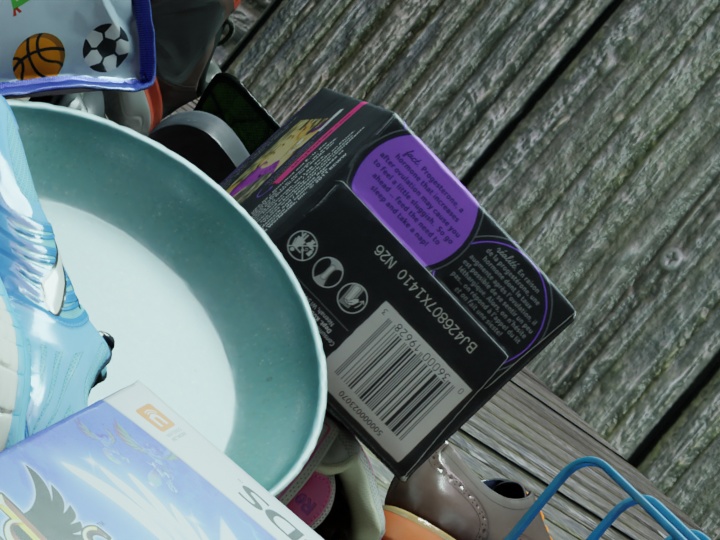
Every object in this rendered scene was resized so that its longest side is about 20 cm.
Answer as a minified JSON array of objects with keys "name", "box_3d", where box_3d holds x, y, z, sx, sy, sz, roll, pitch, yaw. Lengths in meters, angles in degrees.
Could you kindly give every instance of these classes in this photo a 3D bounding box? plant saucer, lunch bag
[{"name":"plant saucer","box_3d":[-0.108,0.023,1.014,0.200,0.036,0.200,21,42,-20]},{"name":"lunch bag","box_3d":[-0.219,-0.140,1.245,0.199,0.124,0.170,-8,12,-27]}]

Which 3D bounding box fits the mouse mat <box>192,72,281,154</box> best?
[{"name":"mouse mat","box_3d":[-0.055,0.000,1.432,0.161,0.008,0.200,48,-35,8]}]

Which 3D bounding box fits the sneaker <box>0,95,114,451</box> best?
[{"name":"sneaker","box_3d":[-0.133,0.015,0.935,0.090,0.078,0.200,39,28,-40]}]

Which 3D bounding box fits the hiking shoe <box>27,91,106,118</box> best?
[{"name":"hiking shoe","box_3d":[-0.137,-0.044,1.382,0.101,0.076,0.200,34,-12,-1]}]

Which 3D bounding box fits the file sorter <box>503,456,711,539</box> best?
[{"name":"file sorter","box_3d":[0.166,0.207,1.391,0.200,0.123,0.139,37,6,-39]}]

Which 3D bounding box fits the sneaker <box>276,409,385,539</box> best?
[{"name":"sneaker","box_3d":[-0.050,0.074,1.179,0.200,0.081,0.088,35,5,-44]}]

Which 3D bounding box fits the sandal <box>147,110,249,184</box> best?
[{"name":"sandal","box_3d":[-0.046,0.011,1.352,0.200,0.076,0.043,48,33,-10]}]

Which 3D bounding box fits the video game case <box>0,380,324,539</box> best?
[{"name":"video game case","box_3d":[-0.042,0.120,0.720,0.181,0.045,0.200,39,19,8]}]

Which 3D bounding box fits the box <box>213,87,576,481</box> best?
[{"name":"box","box_3d":[0.000,0.000,1.188,0.122,0.106,0.200,47,-2,-11]}]

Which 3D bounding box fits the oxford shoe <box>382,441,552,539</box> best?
[{"name":"oxford shoe","box_3d":[0.090,0.159,1.468,0.071,0.073,0.200,13,-18,49]}]

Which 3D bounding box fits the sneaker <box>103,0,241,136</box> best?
[{"name":"sneaker","box_3d":[-0.099,-0.153,1.342,0.077,0.082,0.200,55,-23,27]}]
